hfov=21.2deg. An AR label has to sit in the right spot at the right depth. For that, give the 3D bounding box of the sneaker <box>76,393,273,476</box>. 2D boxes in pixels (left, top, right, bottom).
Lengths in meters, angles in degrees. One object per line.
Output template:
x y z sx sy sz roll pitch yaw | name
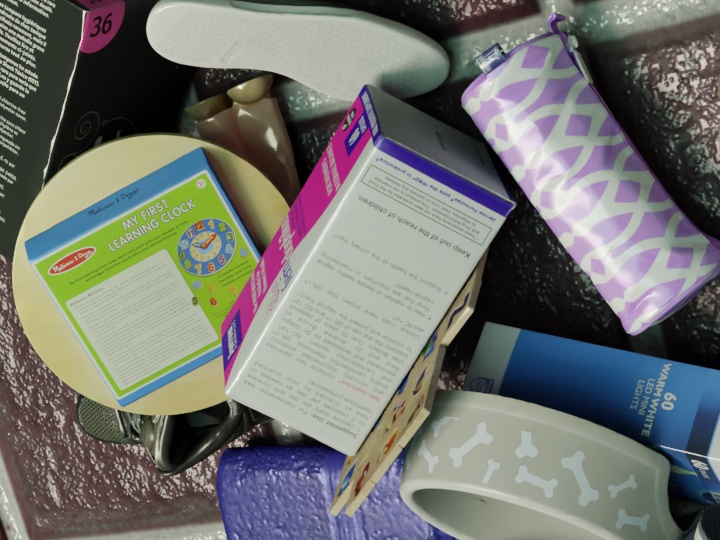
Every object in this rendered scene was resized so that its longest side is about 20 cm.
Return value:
-0.153 0.101 1.406 0.198 0.114 0.077 -6 102 35 | sneaker

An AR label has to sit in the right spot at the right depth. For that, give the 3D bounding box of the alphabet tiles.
0.034 0.063 1.229 0.007 0.201 0.168 30 124 -8 | alphabet tiles

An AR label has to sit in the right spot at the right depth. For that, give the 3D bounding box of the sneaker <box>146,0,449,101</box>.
-0.036 -0.174 1.263 0.198 0.100 0.071 10 136 -4 | sneaker

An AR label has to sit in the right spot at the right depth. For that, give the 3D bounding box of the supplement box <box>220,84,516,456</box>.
0.000 0.000 1.233 0.103 0.101 0.201 25 108 -17 | supplement box

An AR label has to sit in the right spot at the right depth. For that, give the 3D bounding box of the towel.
-0.006 0.194 1.389 0.198 0.049 0.149 -3 102 31 | towel

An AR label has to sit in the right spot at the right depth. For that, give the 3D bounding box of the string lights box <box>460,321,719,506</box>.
0.172 0.095 1.200 0.198 0.103 0.059 11 69 29 | string lights box

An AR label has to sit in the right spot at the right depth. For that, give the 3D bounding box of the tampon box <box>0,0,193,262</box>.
-0.210 -0.131 1.335 0.126 0.150 0.202 32 121 20 | tampon box

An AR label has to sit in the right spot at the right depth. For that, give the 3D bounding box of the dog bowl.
0.114 0.142 1.207 0.198 0.200 0.059 11 70 29 | dog bowl

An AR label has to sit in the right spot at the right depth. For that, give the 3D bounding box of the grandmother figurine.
-0.061 -0.028 1.336 0.121 0.060 0.202 -18 94 44 | grandmother figurine

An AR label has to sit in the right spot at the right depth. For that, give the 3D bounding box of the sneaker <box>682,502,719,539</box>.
0.279 0.212 1.174 0.198 0.070 0.082 25 122 -5 | sneaker

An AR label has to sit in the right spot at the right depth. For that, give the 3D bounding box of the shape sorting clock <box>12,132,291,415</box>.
-0.134 0.003 1.294 0.198 0.039 0.202 -3 115 -7 | shape sorting clock

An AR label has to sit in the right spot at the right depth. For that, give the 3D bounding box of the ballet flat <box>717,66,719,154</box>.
0.255 -0.064 1.126 0.201 0.069 0.071 59 145 1 | ballet flat

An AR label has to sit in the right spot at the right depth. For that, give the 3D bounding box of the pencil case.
0.146 -0.058 1.185 0.085 0.084 0.201 -36 87 12 | pencil case
